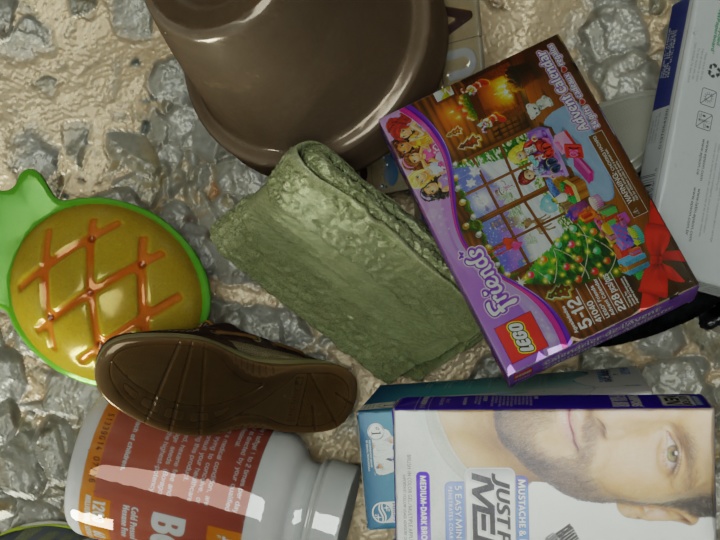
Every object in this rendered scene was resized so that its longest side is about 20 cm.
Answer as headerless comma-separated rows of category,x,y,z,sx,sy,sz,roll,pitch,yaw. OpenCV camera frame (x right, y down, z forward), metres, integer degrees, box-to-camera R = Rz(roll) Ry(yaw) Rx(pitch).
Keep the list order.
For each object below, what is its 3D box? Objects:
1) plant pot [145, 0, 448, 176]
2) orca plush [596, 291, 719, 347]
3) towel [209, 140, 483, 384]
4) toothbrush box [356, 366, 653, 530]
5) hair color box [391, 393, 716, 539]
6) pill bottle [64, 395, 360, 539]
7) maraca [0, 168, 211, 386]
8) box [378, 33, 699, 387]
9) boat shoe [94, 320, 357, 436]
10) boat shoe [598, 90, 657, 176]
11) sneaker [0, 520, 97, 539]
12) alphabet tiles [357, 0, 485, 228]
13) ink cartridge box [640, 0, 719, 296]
plant pot,-0.058,-0.181,1.002,0.200,0.175,0.200,-6,73,21
orca plush,0.208,0.003,1.053,0.200,0.071,0.105,-15,90,7
towel,0.000,0.000,1.040,0.200,0.037,0.148,37,139,-14
toothbrush box,0.106,0.122,1.033,0.200,0.146,0.085,-6,92,6
hair color box,0.122,0.136,0.927,0.200,0.065,0.109,-1,92,5
pill bottle,-0.106,0.162,1.077,0.200,0.112,0.112,13,93,7
maraca,-0.208,0.007,1.087,0.200,0.107,0.137,27,86,3
box,0.115,-0.041,0.966,0.137,0.039,0.200,-26,72,-1
boat shoe,-0.102,0.073,1.055,0.200,0.072,0.072,6,107,-29
boat shoe,0.154,-0.053,1.065,0.200,0.060,0.074,-38,47,2
sneaker,-0.208,0.234,1.107,0.200,0.081,0.074,0,91,10
alphabet tiles,0.050,-0.094,1.058,0.167,0.008,0.200,-9,82,33
ink cartridge box,0.295,-0.071,1.025,0.200,0.043,0.197,15,81,-16
